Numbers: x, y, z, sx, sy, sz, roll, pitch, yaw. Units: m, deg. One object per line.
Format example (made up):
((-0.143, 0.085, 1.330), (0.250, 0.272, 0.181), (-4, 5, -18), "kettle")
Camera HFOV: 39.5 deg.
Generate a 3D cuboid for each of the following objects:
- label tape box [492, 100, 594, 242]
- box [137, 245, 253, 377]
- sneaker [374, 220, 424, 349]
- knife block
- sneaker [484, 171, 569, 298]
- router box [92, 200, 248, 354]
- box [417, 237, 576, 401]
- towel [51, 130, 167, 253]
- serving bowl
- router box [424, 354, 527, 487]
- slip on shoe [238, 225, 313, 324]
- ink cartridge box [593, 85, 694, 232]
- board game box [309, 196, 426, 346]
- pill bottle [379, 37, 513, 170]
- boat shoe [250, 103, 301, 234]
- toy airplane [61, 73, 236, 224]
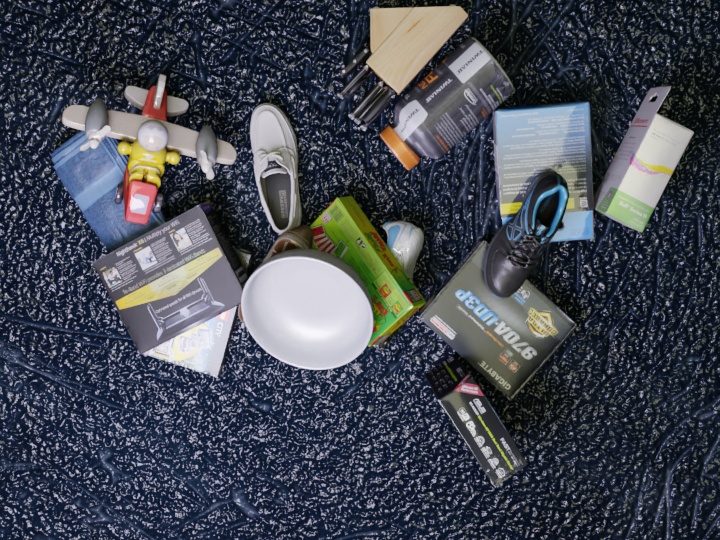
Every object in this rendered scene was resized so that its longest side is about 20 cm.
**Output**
((0.276, -0.148, 1.519), (0.141, 0.063, 0.204), (-4, 101, 2), "label tape box")
((-0.259, 0.050, 1.573), (0.134, 0.038, 0.204), (17, 98, -1), "box")
((0.045, 0.021, 1.553), (0.071, 0.071, 0.204), (19, 103, 27), "sneaker")
((0.062, -0.302, 1.504), (0.195, 0.064, 0.180), (-2, 98, 1), "knife block")
((0.241, -0.050, 1.463), (0.072, 0.082, 0.203), (23, 101, -5), "sneaker")
((-0.280, 0.011, 1.510), (0.197, 0.052, 0.159), (-25, 97, 12), "router box")
((0.211, 0.075, 1.559), (0.199, 0.046, 0.159), (42, 97, -4), "box")
((-0.387, -0.120, 1.548), (0.111, 0.049, 0.202), (-32, 96, 6), "towel")
((-0.072, 0.046, 1.465), (0.196, 0.066, 0.203), (6, 126, 8), "serving bowl")
((0.169, 0.219, 1.501), (0.062, 0.200, 0.151), (-32, 96, 1), "router box")
((-0.127, 0.011, 1.537), (0.075, 0.061, 0.202), (29, 127, 2), "slip on shoe")
((0.423, -0.166, 1.485), (0.066, 0.117, 0.203), (25, 98, -3), "ink cartridge box")
((0.000, 0.000, 1.509), (0.101, 0.047, 0.201), (-42, 75, 28), "board game box")
((0.122, -0.241, 1.489), (0.199, 0.106, 0.107), (-41, 95, 6), "pill bottle")
((-0.131, -0.154, 1.525), (0.070, 0.066, 0.205), (-5, 94, 3), "boat shoe")
((-0.306, -0.196, 1.472), (0.199, 0.141, 0.201), (-35, 93, -21), "toy airplane")
